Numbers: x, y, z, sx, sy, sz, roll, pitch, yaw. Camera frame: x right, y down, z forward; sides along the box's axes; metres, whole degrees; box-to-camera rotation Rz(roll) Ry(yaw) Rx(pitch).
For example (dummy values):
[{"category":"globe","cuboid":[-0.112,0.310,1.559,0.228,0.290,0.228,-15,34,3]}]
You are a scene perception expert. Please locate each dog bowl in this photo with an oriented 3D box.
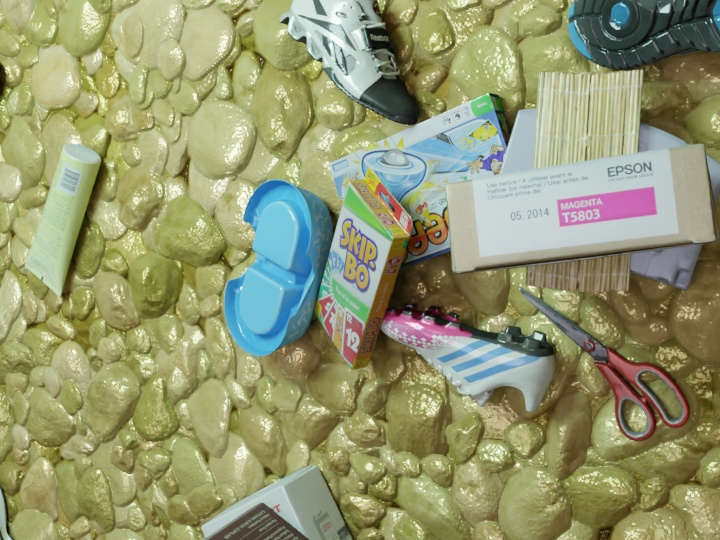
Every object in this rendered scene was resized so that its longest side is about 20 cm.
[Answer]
[{"category":"dog bowl","cuboid":[-0.091,-0.002,1.029,0.111,0.049,0.203,27,108,37]}]

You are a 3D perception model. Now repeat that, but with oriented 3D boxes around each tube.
[{"category":"tube","cuboid":[-0.398,-0.069,1.202,0.202,0.051,0.058,-65,26,22]}]

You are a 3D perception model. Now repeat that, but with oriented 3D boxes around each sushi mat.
[{"category":"sushi mat","cuboid":[0.204,-0.082,0.829,0.094,0.012,0.204,4,94,15]}]

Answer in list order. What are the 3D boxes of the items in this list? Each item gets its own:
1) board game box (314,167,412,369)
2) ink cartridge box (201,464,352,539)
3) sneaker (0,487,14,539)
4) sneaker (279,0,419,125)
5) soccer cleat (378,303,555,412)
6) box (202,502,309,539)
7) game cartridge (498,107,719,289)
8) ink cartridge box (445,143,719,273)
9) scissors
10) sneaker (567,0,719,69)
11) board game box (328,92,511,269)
[{"category":"board game box","cuboid":[0.000,0.000,0.949,0.096,0.030,0.202,53,138,38]},{"category":"ink cartridge box","cuboid":[-0.079,0.353,1.054,0.146,0.082,0.202,-31,81,28]},{"category":"sneaker","cuboid":[-0.558,0.412,1.301,0.075,0.115,0.203,-21,86,28]},{"category":"sneaker","cuboid":[0.001,-0.239,0.949,0.200,0.074,0.089,47,116,15]},{"category":"soccer cleat","cuboid":[0.101,0.092,0.934,0.197,0.070,0.088,13,101,26]},{"category":"box","cuboid":[-0.100,0.384,0.928,0.199,0.164,0.168,32,109,20]},{"category":"game cartridge","cuboid":[0.229,-0.077,0.846,0.197,0.041,0.135,19,102,15]},{"category":"ink cartridge box","cuboid":[0.181,-0.047,0.745,0.197,0.165,0.076,-7,90,16]},{"category":"scissors","cuboid":[0.241,0.078,0.892,0.073,0.014,0.201,-42,75,28]},{"category":"sneaker","cuboid":[0.279,-0.223,0.808,0.198,0.081,0.074,14,119,45]},{"category":"board game box","cuboid":[0.073,-0.083,0.949,0.198,0.034,0.137,-20,86,28]}]
